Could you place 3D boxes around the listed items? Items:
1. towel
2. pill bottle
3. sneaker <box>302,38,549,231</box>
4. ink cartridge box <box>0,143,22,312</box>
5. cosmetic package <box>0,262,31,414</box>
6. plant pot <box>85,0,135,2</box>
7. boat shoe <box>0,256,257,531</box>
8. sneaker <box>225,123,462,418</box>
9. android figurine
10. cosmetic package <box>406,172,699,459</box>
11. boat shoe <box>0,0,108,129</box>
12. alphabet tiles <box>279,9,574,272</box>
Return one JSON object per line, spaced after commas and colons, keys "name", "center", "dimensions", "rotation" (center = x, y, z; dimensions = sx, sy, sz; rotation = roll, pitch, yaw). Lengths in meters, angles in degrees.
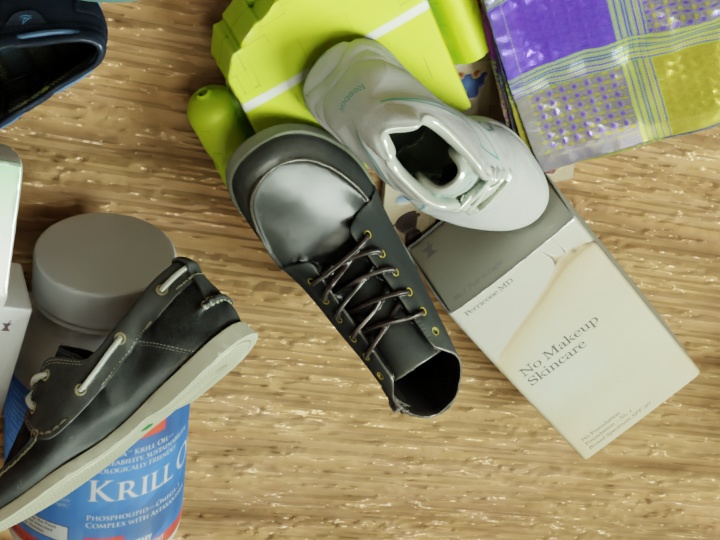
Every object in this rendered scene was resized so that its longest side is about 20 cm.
{"name": "towel", "center": [0.144, -0.138, 1.256], "dimensions": [0.143, 0.023, 0.200], "rotation": [-12, 140, 6]}
{"name": "pill bottle", "center": [-0.155, 0.071, 1.282], "dimensions": [0.112, 0.112, 0.201], "rotation": [-9, 129, -20]}
{"name": "sneaker", "center": [0.049, -0.058, 1.246], "dimensions": [0.071, 0.080, 0.200], "rotation": [-50, 137, 12]}
{"name": "ink cartridge box", "center": [-0.267, 0.027, 1.115], "dimensions": [0.160, 0.050, 0.201], "rotation": [3, 104, -23]}
{"name": "cosmetic package", "center": [-0.296, 0.058, 1.190], "dimensions": [0.199, 0.052, 0.151], "rotation": [6, 121, -23]}
{"name": "plant pot", "center": [-0.126, -0.221, 1.038], "dimensions": [0.199, 0.161, 0.201], "rotation": [-13, 130, -16]}
{"name": "boat shoe", "center": [-0.151, 0.075, 1.186], "dimensions": [0.200, 0.068, 0.072], "rotation": [-40, 174, 5]}
{"name": "sneaker", "center": [0.000, 0.000, 1.253], "dimensions": [0.075, 0.106, 0.200], "rotation": [-36, 138, 6]}
{"name": "android figurine", "center": [-0.012, -0.115, 1.246], "dimensions": [0.181, 0.041, 0.200], "rotation": [-31, 136, 0]}
{"name": "cosmetic package", "center": [0.128, 0.027, 1.409], "dimensions": [0.103, 0.073, 0.200], "rotation": [-39, 136, 7]}
{"name": "boat shoe", "center": [-0.228, -0.095, 1.146], "dimensions": [0.199, 0.069, 0.084], "rotation": [-34, 132, 1]}
{"name": "alphabet tiles", "center": [0.047, -0.084, 1.334], "dimensions": [0.199, 0.008, 0.168], "rotation": [-10, 128, -20]}
